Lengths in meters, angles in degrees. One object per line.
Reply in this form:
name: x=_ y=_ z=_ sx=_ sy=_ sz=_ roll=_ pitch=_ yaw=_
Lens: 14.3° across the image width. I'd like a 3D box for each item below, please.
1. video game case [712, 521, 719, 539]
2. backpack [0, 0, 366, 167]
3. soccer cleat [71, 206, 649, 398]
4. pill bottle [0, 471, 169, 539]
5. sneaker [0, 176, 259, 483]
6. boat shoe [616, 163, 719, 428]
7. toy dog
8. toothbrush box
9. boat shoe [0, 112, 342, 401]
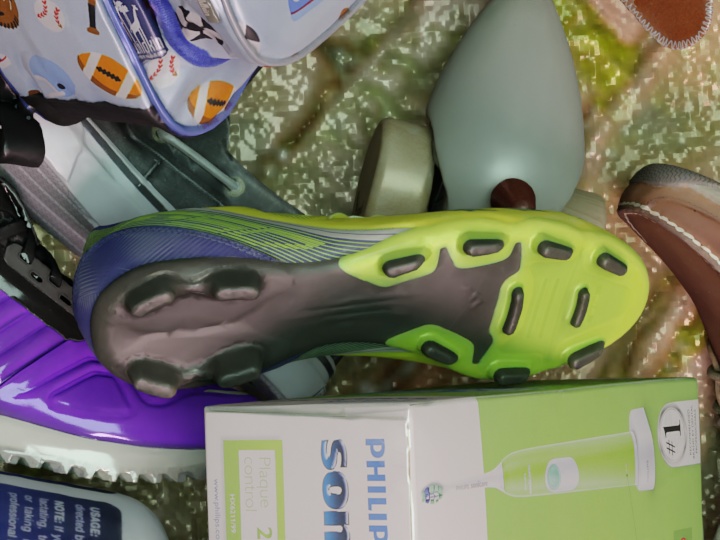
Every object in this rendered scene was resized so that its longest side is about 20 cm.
video game case: x=0.189 y=0.141 z=1.071 sx=0.143 sy=0.018 sz=0.201 roll=15 pitch=108 yaw=-11
backpack: x=-0.063 y=-0.159 z=0.932 sx=0.200 sy=0.154 sz=0.191 roll=-51 pitch=123 yaw=-35
soccer cleat: x=0.000 y=-0.001 z=0.982 sx=0.199 sy=0.084 sz=0.065 roll=-4 pitch=119 yaw=-14
pill bottle: x=-0.130 y=0.126 z=0.989 sx=0.199 sy=0.116 sz=0.116 roll=11 pitch=86 yaw=-11
sneaker: x=-0.123 y=0.017 z=1.016 sx=0.199 sy=0.070 sz=0.100 roll=11 pitch=86 yaw=-13
boat shoe: x=0.168 y=0.042 z=1.079 sx=0.200 sy=0.076 sz=0.072 roll=43 pitch=83 yaw=-7
toy dog: x=0.060 y=-0.081 z=1.046 sx=0.131 sy=0.096 sz=0.201 roll=-5 pitch=90 yaw=-13
toothbrush box: x=0.039 y=0.113 z=0.986 sx=0.086 sy=0.200 sz=0.146 roll=-2 pitch=90 yaw=32
boat shoe: x=-0.076 y=-0.035 z=1.036 sx=0.200 sy=0.072 sz=0.071 roll=44 pitch=72 yaw=-19
